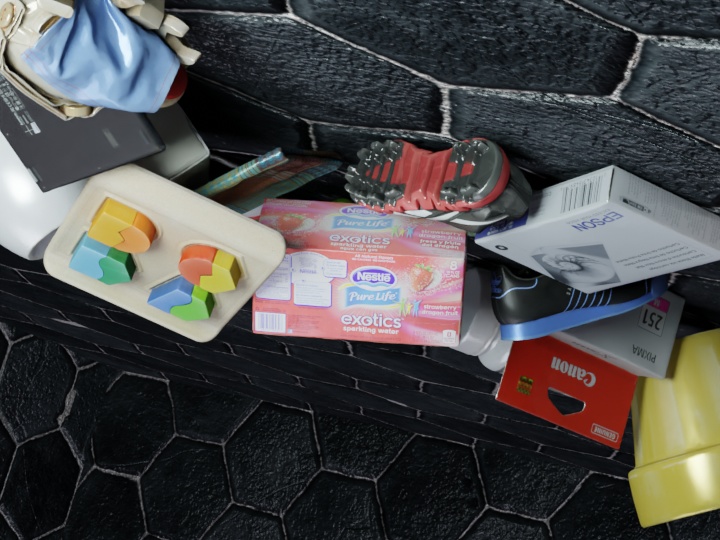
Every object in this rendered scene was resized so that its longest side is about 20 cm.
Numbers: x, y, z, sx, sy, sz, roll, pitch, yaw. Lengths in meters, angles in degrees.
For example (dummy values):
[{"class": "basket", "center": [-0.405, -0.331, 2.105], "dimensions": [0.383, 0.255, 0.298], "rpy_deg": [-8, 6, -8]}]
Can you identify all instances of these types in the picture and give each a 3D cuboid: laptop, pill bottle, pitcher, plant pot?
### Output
[{"class": "laptop", "center": [-0.282, -0.177, 1.518], "dimensions": [0.200, 0.116, 0.187], "rpy_deg": [-16, 123, 23]}, {"class": "pill bottle", "center": [0.203, 0.073, 2.038], "dimensions": [0.200, 0.114, 0.114], "rpy_deg": [20, 169, -18]}, {"class": "pitcher", "center": [-0.337, -0.121, 1.702], "dimensions": [0.200, 0.121, 0.172], "rpy_deg": [57, 163, 8]}, {"class": "plant pot", "center": [0.382, 0.170, 1.968], "dimensions": [0.200, 0.189, 0.201], "rpy_deg": [-15, 170, -3]}]

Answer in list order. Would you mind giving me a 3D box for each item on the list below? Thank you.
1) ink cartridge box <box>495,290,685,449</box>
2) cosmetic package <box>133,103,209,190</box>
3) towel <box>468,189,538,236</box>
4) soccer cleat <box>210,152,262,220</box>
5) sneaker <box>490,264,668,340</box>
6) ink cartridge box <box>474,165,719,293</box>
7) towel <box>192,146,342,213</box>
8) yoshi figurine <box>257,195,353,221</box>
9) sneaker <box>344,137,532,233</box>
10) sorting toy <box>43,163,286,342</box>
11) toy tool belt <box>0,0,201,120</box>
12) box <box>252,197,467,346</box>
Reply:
[{"class": "ink cartridge box", "center": [0.242, 0.080, 1.849], "dimensions": [0.200, 0.174, 0.043], "rpy_deg": [24, 167, -36]}, {"class": "cosmetic package", "center": [-0.205, -0.106, 1.695], "dimensions": [0.104, 0.087, 0.200], "rpy_deg": [55, 170, 6]}, {"class": "towel", "center": [0.107, -0.063, 1.734], "dimensions": [0.199, 0.031, 0.149], "rpy_deg": [8, 169, 25]}, {"class": "soccer cleat", "center": [-0.187, -0.099, 1.886], "dimensions": [0.199, 0.069, 0.085], "rpy_deg": [10, 160, 13]}, {"class": "sneaker", "center": [0.217, 0.009, 1.750], "dimensions": [0.200, 0.078, 0.070], "rpy_deg": [-16, -172, -28]}, {"class": "ink cartridge box", "center": [0.239, -0.024, 1.612], "dimensions": [0.200, 0.041, 0.199], "rpy_deg": [21, 160, -27]}, {"class": "towel", "center": [-0.127, -0.067, 1.688], "dimensions": [0.200, 0.022, 0.147], "rpy_deg": [-25, 173, 21]}, {"class": "yoshi figurine", "center": [-0.046, -0.023, 1.915], "dimensions": [0.112, 0.112, 0.200], "rpy_deg": [62, 174, -33]}, {"class": "sneaker", "center": [0.073, -0.073, 1.592], "dimensions": [0.200, 0.071, 0.098], "rpy_deg": [3, 161, 47]}, {"class": "sorting toy", "center": [-0.184, -0.009, 1.623], "dimensions": [0.185, 0.037, 0.200], "rpy_deg": [25, 145, -13]}, {"class": "toy tool belt", "center": [-0.191, -0.170, 1.359], "dimensions": [0.200, 0.125, 0.123], "rpy_deg": [24, 175, -41]}, {"class": "box", "center": [0.000, 0.000, 1.683], "dimensions": [0.199, 0.103, 0.095], "rpy_deg": [3, -148, 3]}]
